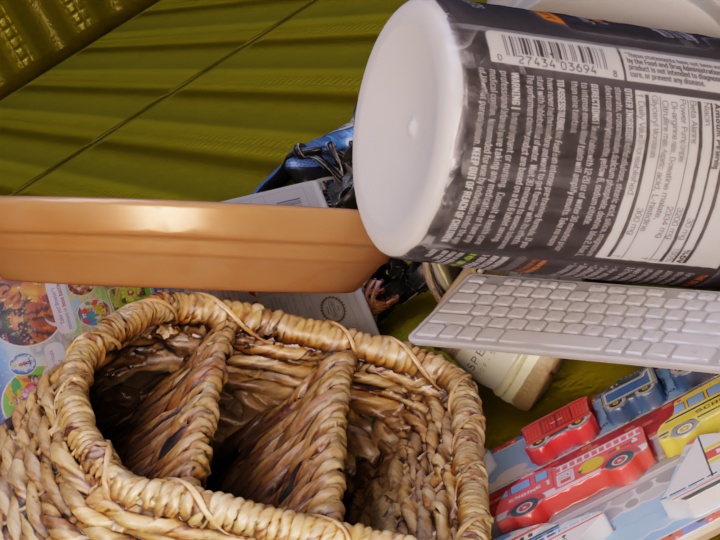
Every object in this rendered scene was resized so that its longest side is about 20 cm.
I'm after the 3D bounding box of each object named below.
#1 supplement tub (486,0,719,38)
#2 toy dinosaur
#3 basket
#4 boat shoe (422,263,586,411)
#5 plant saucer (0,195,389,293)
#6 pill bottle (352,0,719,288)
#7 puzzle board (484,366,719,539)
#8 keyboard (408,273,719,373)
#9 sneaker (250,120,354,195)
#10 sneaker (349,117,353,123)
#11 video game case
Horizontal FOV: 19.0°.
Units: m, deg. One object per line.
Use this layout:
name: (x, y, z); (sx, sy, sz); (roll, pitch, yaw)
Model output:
supplement tub: (0.138, -0.133, 1.038); (0.144, 0.145, 0.200); (-22, 27, 28)
toy dinosaur: (0.000, 0.000, 1.146); (0.136, 0.102, 0.200); (-47, 33, 0)
basket: (-0.049, 0.071, 0.804); (0.149, 0.143, 0.200); (-42, 12, 15)
boat shoe: (0.064, -0.006, 0.993); (0.074, 0.066, 0.200); (-60, 7, 18)
plant saucer: (-0.079, -0.011, 0.945); (0.198, 0.038, 0.200); (2, 0, 0)
pill bottle: (0.105, -0.048, 0.884); (0.199, 0.107, 0.106); (6, 2, -22)
puzzle board: (0.082, 0.082, 0.814); (0.199, 0.017, 0.151); (-29, 15, 8)
keyboard: (0.115, 0.022, 0.834); (0.199, 0.011, 0.056); (4, 25, 33)
sneaker: (0.007, -0.054, 1.261); (0.199, 0.079, 0.089); (-31, 0, 31)
sneaker: (0.073, -0.102, 1.313); (0.199, 0.077, 0.081); (-29, 17, 12)
video game case: (-0.094, 0.035, 1.016); (0.199, 0.018, 0.144); (-13, 54, -13)
